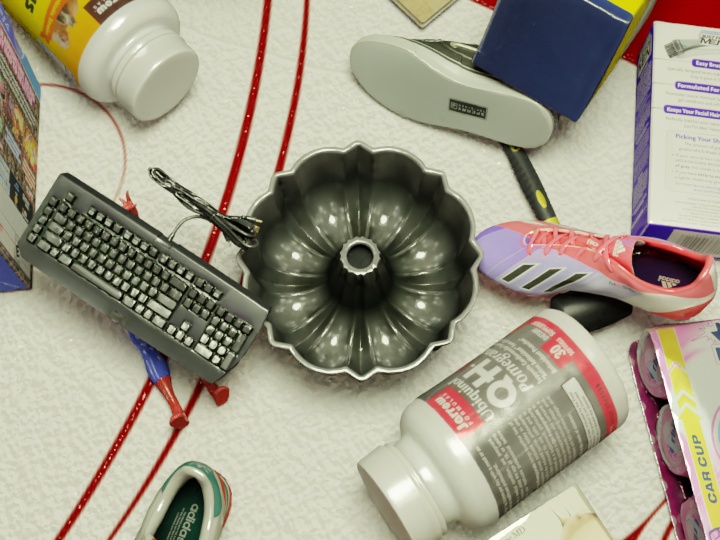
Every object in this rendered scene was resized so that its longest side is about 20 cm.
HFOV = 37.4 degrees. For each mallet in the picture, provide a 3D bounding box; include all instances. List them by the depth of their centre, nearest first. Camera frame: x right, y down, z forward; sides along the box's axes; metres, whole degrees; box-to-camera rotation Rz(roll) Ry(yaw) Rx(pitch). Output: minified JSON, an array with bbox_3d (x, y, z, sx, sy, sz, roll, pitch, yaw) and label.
[{"bbox_3d":[0.159,-0.033,0.927,0.065,0.041,0.201,-26,68,-9],"label":"mallet"}]

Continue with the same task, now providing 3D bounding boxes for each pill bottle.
[{"bbox_3d":[0.099,0.127,0.822,0.199,0.111,0.111,-33,74,-13],"label":"pill bottle"},{"bbox_3d":[-0.236,-0.227,0.942,0.109,0.109,0.200,-42,76,-16],"label":"pill bottle"}]

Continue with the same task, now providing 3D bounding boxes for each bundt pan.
[{"bbox_3d":[0.000,0.000,0.882,0.199,0.076,0.205,0,71,0],"label":"bundt pan"}]

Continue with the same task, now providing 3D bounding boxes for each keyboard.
[{"bbox_3d":[-0.156,-0.014,0.826,0.199,0.021,0.128,32,84,3],"label":"keyboard"}]

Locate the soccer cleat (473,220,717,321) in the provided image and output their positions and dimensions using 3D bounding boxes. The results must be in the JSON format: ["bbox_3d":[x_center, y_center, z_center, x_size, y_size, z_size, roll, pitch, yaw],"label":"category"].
[{"bbox_3d":[0.185,-0.010,0.851,0.197,0.077,0.067,14,67,14],"label":"soccer cleat"}]

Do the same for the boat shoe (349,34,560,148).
[{"bbox_3d":[0.088,-0.170,0.960,0.198,0.071,0.064,23,49,10],"label":"boat shoe"}]

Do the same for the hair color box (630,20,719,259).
[{"bbox_3d":[0.303,-0.115,0.945,0.108,0.065,0.203,8,71,2],"label":"hair color box"}]

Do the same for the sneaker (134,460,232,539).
[{"bbox_3d":[-0.153,0.233,0.783,0.069,0.094,0.202,19,70,5],"label":"sneaker"}]

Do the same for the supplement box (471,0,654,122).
[{"bbox_3d":[0.197,-0.243,0.929,0.109,0.109,0.200,31,49,9],"label":"supplement box"}]

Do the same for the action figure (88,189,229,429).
[{"bbox_3d":[-0.179,0.021,0.862,0.065,0.099,0.201,-29,71,-13],"label":"action figure"}]

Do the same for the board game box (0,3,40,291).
[{"bbox_3d":[-0.331,-0.102,0.866,0.095,0.160,0.203,-3,69,-3],"label":"board game box"}]

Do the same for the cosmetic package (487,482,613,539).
[{"bbox_3d":[0.170,0.275,0.791,0.103,0.073,0.201,-30,74,-12],"label":"cosmetic package"}]

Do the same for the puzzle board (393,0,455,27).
[{"bbox_3d":[0.045,-0.346,1.047,0.150,0.017,0.200,-40,76,-16],"label":"puzzle board"}]

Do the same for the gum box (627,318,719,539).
[{"bbox_3d":[0.298,0.133,0.850,0.112,0.066,0.203,-8,70,-6],"label":"gum box"}]
